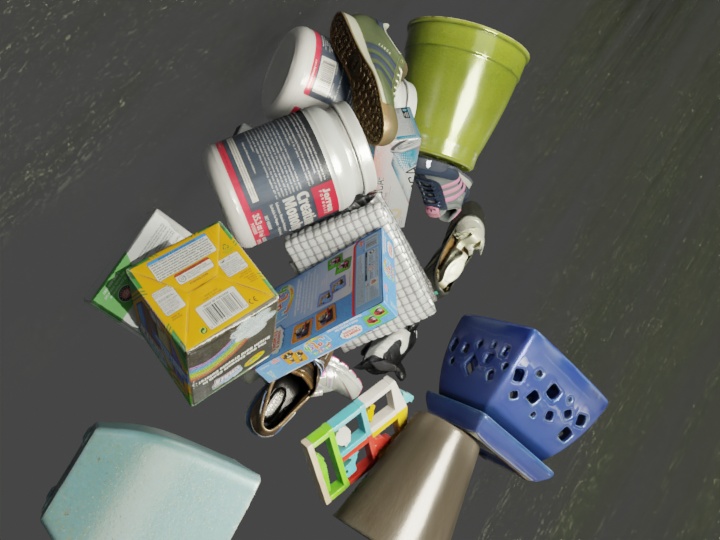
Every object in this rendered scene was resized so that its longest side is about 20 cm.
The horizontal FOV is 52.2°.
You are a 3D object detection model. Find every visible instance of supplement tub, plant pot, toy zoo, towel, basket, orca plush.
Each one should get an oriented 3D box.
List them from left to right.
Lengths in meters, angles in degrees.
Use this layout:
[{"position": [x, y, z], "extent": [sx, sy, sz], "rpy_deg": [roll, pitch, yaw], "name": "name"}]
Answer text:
[{"position": [-0.271, 0.287, 0.898], "extent": [0.199, 0.196, 0.197], "rpy_deg": [32, 73, -13], "name": "plant pot"}, {"position": [-0.093, -0.128, 0.962], "extent": [0.199, 0.140, 0.141], "rpy_deg": [-23, 99, -7], "name": "supplement tub"}, {"position": [-0.032, -0.254, 1.075], "extent": [0.199, 0.140, 0.142], "rpy_deg": [18, 79, -27], "name": "supplement tub"}, {"position": [0.000, 0.000, 1.063], "extent": [0.201, 0.165, 0.086], "rpy_deg": [61, 19, -20], "name": "towel"}, {"position": [0.006, 0.246, 1.108], "extent": [0.199, 0.020, 0.132], "rpy_deg": [-33, 130, -26], "name": "toy zoo"}, {"position": [0.056, 0.129, 1.092], "extent": [0.105, 0.200, 0.071], "rpy_deg": [-32, 92, 7], "name": "orca plush"}, {"position": [0.084, 0.326, 1.104], "extent": [0.179, 0.136, 0.201], "rpy_deg": [30, 72, 6], "name": "basket"}, {"position": [0.142, -0.265, 1.156], "extent": [0.199, 0.200, 0.195], "rpy_deg": [16, 91, -27], "name": "plant pot"}, {"position": [0.233, 0.207, 1.172], "extent": [0.200, 0.200, 0.180], "rpy_deg": [40, 77, -22], "name": "plant pot"}]

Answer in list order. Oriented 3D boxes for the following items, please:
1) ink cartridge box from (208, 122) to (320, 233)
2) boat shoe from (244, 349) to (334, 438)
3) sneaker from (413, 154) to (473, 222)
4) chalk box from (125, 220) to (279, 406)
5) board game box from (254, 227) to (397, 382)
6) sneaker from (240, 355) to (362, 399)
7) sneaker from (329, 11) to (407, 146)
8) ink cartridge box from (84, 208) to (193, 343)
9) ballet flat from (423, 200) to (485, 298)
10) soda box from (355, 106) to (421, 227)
[{"position": [-0.114, -0.121, 1.083], "extent": [0.199, 0.039, 0.100], "rpy_deg": [30, 74, -23], "name": "ink cartridge box"}, {"position": [-0.079, 0.137, 0.987], "extent": [0.072, 0.072, 0.201], "rpy_deg": [33, 73, -15], "name": "boat shoe"}, {"position": [0.121, -0.125, 1.151], "extent": [0.200, 0.070, 0.083], "rpy_deg": [16, 95, -60], "name": "sneaker"}, {"position": [-0.184, 0.063, 0.872], "extent": [0.124, 0.200, 0.124], "rpy_deg": [-32, 70, -26], "name": "chalk box"}, {"position": [-0.045, 0.043, 0.958], "extent": [0.037, 0.199, 0.152], "rpy_deg": [49, 25, -31], "name": "board game box"}, {"position": [-0.092, 0.153, 1.063], "extent": [0.199, 0.081, 0.089], "rpy_deg": [25, 77, -17], "name": "sneaker"}, {"position": [0.031, -0.261, 0.985], "extent": [0.089, 0.067, 0.202], "rpy_deg": [-8, 69, -31], "name": "sneaker"}, {"position": [-0.239, 0.038, 0.980], "extent": [0.200, 0.084, 0.147], "rpy_deg": [39, 72, -22], "name": "ink cartridge box"}, {"position": [0.166, -0.032, 1.213], "extent": [0.068, 0.068, 0.201], "rpy_deg": [38, 70, -21], "name": "ballet flat"}, {"position": [0.037, -0.142, 1.072], "extent": [0.068, 0.201, 0.064], "rpy_deg": [-9, 58, -11], "name": "soda box"}]
